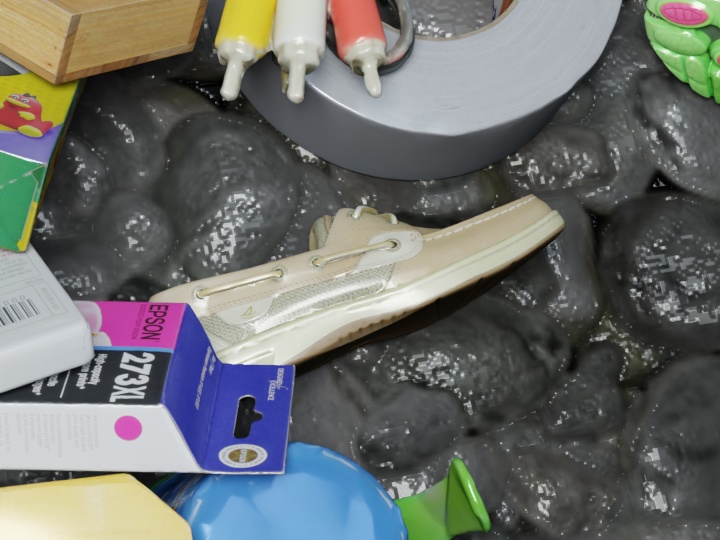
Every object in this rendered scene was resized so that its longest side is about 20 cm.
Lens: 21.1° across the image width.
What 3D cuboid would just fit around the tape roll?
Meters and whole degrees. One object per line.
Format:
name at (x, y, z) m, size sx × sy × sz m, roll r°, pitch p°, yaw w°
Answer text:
tape roll at (0.026, -0.148, 0.954) m, size 0.200 × 0.066 × 0.201 m, roll 3°, pitch 72°, yaw -11°

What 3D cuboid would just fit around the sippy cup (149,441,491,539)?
sippy cup at (-0.038, 0.132, 0.816) m, size 0.140 × 0.130 × 0.178 m, roll 32°, pitch 69°, yaw -1°

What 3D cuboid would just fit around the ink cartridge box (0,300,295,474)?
ink cartridge box at (-0.127, 0.046, 0.780) m, size 0.200 × 0.095 × 0.037 m, roll 3°, pitch 114°, yaw 0°

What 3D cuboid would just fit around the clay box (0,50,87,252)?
clay box at (-0.179, -0.086, 0.835) m, size 0.115 × 0.048 × 0.200 m, roll 16°, pitch 28°, yaw -8°

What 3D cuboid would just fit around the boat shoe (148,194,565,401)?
boat shoe at (0.000, 0.000, 0.900) m, size 0.200 × 0.072 × 0.065 m, roll -23°, pitch 80°, yaw -13°

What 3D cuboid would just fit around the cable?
cable at (-0.023, -0.165, 0.886) m, size 0.097 × 0.050 × 0.200 m, roll 0°, pitch 74°, yaw -14°

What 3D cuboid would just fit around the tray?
tray at (-0.176, -0.147, 0.862) m, size 0.200 × 0.037 × 0.099 m, roll 30°, pitch 28°, yaw 22°

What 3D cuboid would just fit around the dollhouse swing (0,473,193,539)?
dollhouse swing at (-0.168, 0.183, 0.760) m, size 0.176 × 0.182 × 0.200 m, roll -1°, pitch 73°, yaw -26°

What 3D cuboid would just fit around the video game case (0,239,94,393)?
video game case at (-0.232, 0.011, 0.764) m, size 0.200 × 0.023 × 0.182 m, roll -20°, pitch 41°, yaw -23°

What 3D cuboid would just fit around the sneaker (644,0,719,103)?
sneaker at (0.236, -0.133, 1.003) m, size 0.200 × 0.077 × 0.084 m, roll 0°, pitch 55°, yaw -16°
